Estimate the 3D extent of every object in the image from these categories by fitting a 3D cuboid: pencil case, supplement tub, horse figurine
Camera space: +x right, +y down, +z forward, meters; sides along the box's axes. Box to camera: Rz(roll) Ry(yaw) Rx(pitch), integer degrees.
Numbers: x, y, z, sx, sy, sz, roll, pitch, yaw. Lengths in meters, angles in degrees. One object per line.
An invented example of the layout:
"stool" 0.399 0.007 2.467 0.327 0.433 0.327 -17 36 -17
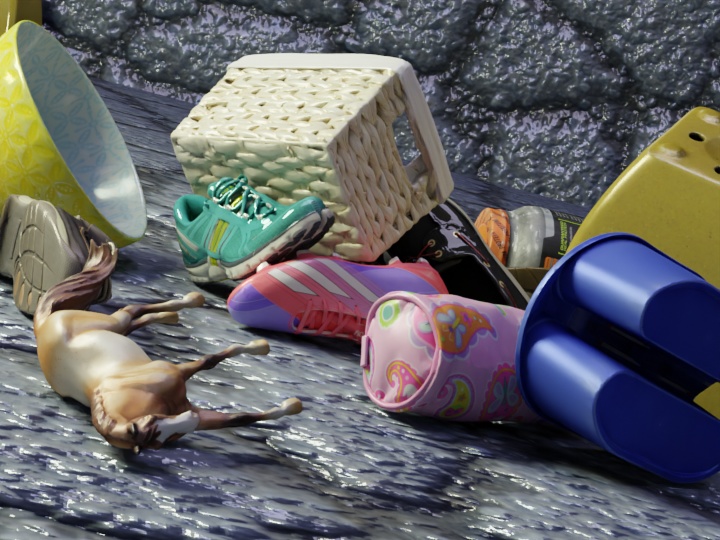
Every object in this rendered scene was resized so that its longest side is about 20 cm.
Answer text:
"pencil case" 0.089 0.065 1.194 0.199 0.088 0.087 8 11 -45
"supplement tub" 0.203 0.010 1.634 0.198 0.124 0.123 15 8 -10
"horse figurine" -0.127 0.050 0.954 0.132 0.050 0.199 -14 34 -38

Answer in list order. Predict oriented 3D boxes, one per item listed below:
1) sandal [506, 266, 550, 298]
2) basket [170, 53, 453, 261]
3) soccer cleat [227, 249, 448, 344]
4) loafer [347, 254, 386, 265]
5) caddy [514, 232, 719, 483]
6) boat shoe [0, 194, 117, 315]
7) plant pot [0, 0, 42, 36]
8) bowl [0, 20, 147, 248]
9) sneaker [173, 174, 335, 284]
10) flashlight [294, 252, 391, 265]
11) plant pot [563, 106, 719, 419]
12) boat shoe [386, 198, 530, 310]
"sandal" 0.129 0.037 1.542 0.197 0.081 0.054 9 -15 -7
"basket" -0.044 -0.093 1.425 0.198 0.137 0.123 7 42 40
"soccer cleat" -0.009 0.031 1.324 0.198 0.067 0.077 -1 52 -37
"loafer" 0.000 0.000 1.501 0.067 0.071 0.201 16 8 2
"caddy" 0.193 0.059 1.170 0.199 0.142 0.105 27 4 -40
"boat shoe" -0.204 -0.011 1.183 0.073 0.075 0.200 11 10 -23
"plant pot" -0.693 -0.487 3.129 0.198 0.178 0.200 16 7 5
"bowl" -0.271 -0.092 1.396 0.107 0.202 0.200 -27 2 10
"sneaker" -0.096 -0.037 1.361 0.077 0.080 0.199 -27 10 -35
"flashlight" 0.004 -0.017 1.680 0.197 0.069 0.068 10 13 -8
"plant pot" 0.270 -0.008 1.330 0.194 0.202 0.194 25 35 22
"boat shoe" 0.074 -0.005 1.472 0.202 0.074 0.063 48 21 14
